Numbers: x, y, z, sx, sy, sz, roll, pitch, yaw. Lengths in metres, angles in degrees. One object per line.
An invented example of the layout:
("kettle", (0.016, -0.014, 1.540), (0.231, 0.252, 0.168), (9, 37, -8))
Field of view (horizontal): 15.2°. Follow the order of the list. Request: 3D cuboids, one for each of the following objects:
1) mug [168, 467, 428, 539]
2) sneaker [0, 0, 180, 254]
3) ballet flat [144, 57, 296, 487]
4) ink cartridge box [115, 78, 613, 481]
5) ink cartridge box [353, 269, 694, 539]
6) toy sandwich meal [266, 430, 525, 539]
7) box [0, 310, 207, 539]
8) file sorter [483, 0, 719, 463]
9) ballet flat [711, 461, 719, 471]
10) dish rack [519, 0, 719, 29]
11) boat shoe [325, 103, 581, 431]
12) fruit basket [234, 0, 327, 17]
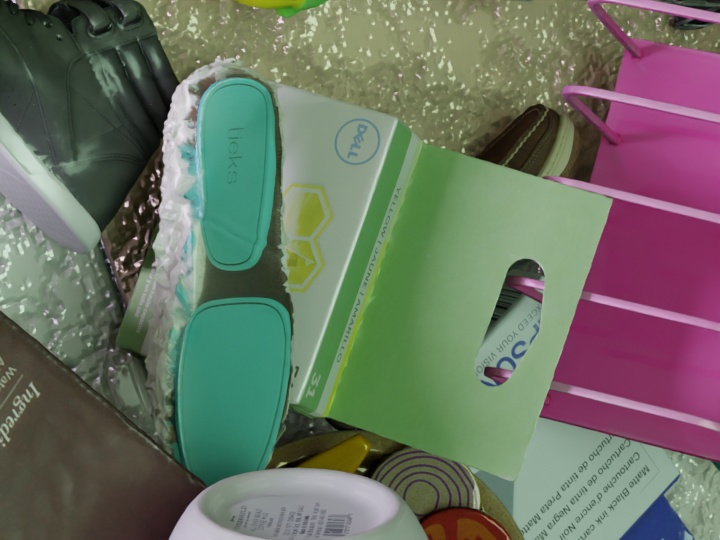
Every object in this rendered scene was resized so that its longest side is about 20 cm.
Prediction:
("mug", (-0.018, 0.173, 1.160), (0.200, 0.147, 0.176), (-40, 134, -65))
("sneaker", (-0.158, -0.110, 1.232), (0.099, 0.071, 0.200), (-50, 122, -18))
("ballet flat", (-0.066, 0.005, 1.233), (0.071, 0.072, 0.201), (4, 90, -31))
("ink cartridge box", (0.000, 0.000, 1.269), (0.048, 0.199, 0.146), (33, 76, -65))
("ink cartridge box", (0.074, 0.139, 1.407), (0.200, 0.041, 0.200), (-45, 115, -19))
("toy sandwich meal", (-0.005, 0.172, 1.286), (0.204, 0.070, 0.207), (1, 81, -7))
("box", (-0.211, 0.092, 1.162), (0.200, 0.166, 0.165), (43, 73, -26))
("file sorter", (0.155, -0.019, 1.311), (0.125, 0.138, 0.201), (28, 76, -66))
("ballet flat", (0.206, 0.010, 1.463), (0.072, 0.068, 0.201), (-22, 101, -35))
("dish rack", (0.123, -0.205, 1.394), (0.199, 0.054, 0.154), (0, 94, -29))
("boat shoe", (0.031, -0.018, 1.349), (0.075, 0.075, 0.203), (43, 68, -11))
("fruit basket", (-0.065, -0.215, 1.224), (0.214, 0.155, 0.217), (3, 77, -14))
